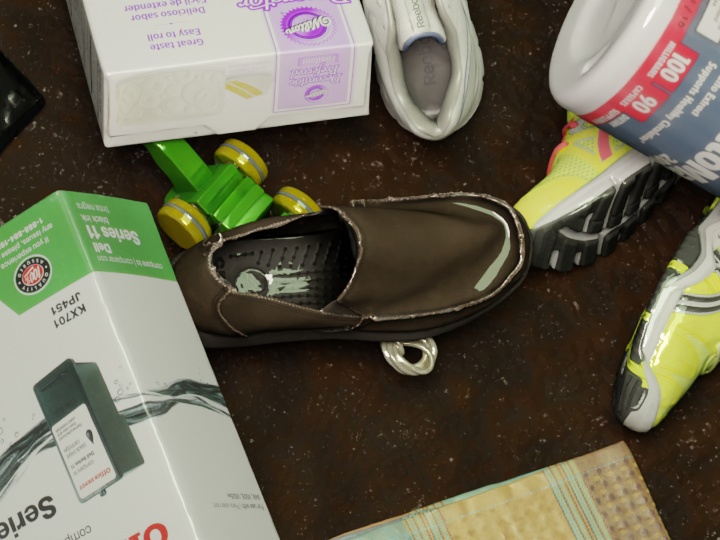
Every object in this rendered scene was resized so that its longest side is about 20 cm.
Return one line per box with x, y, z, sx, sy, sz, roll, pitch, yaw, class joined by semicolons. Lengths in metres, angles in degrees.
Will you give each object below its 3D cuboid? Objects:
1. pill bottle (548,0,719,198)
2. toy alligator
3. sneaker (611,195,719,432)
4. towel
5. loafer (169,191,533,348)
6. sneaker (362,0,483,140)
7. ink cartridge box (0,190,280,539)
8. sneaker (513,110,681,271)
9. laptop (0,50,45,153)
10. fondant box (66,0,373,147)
0.211;-0.092;1.511;0.200;0.120;0.120;28;66;-15;pill bottle
-0.045;-0.006;1.549;0.200;0.054;0.059;41;69;-1;toy alligator
0.203;0.009;1.569;0.076;0.075;0.200;32;68;5;sneaker
0.077;0.183;1.508;0.200;0.022;0.147;-18;73;-18;towel
0.000;0.000;1.490;0.200;0.071;0.073;-12;79;-17;loafer
0.028;-0.163;1.557;0.074;0.087;0.200;-16;105;3;sneaker
-0.145;0.083;1.442;0.147;0.083;0.200;-31;72;23;ink cartridge box
0.138;-0.078;1.600;0.090;0.078;0.200;41;61;16;sneaker
-0.308;-0.096;1.565;0.200;0.103;0.177;46;67;-17;laptop
-0.086;-0.162;1.566;0.144;0.058;0.200;-8;50;-12;fondant box
